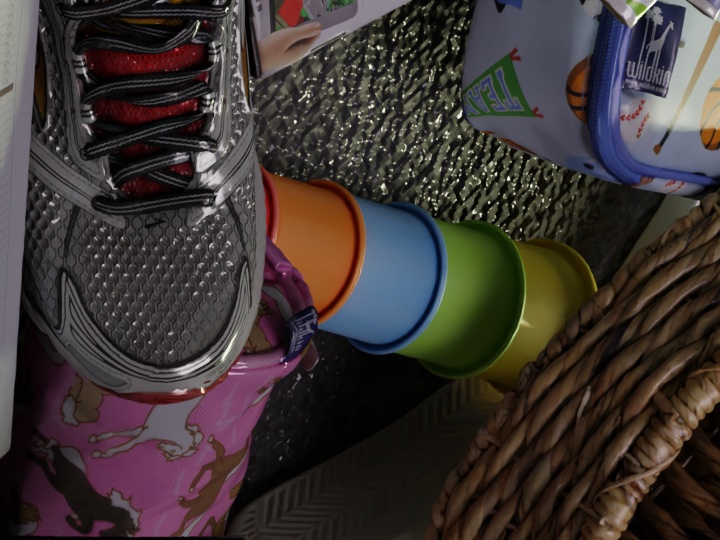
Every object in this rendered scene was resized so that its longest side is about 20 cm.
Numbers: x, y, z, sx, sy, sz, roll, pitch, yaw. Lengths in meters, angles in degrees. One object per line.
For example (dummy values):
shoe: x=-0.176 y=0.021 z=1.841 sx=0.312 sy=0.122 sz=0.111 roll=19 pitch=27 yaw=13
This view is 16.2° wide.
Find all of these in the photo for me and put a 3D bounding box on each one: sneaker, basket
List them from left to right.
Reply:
sneaker: x=-0.066 y=-0.064 z=0.675 sx=0.077 sy=0.082 sz=0.201 roll=-7 pitch=87 yaw=-9
sneaker: x=0.036 y=0.099 z=0.937 sx=0.199 sy=0.075 sz=0.085 roll=-21 pitch=130 yaw=-26
basket: x=0.139 y=0.079 z=0.840 sx=0.200 sy=0.149 sz=0.143 roll=-46 pitch=144 yaw=0

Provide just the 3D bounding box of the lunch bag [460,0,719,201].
lunch bag: x=0.113 y=-0.107 z=0.858 sx=0.200 sy=0.075 sz=0.161 roll=7 pitch=98 yaw=-59

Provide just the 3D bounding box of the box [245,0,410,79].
box: x=-0.011 y=-0.169 z=0.760 sx=0.110 sy=0.035 sz=0.201 roll=-30 pitch=131 yaw=-29

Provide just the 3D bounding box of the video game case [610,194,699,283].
video game case: x=0.120 y=0.067 z=1.036 sx=0.201 sy=0.018 sz=0.143 roll=-57 pitch=138 yaw=-2

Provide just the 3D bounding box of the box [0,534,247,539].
box: x=-0.159 y=0.112 z=0.659 sx=0.198 sy=0.199 sz=0.050 roll=-14 pitch=95 yaw=-40

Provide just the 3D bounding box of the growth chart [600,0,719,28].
growth chart: x=0.081 y=-0.147 z=0.754 sx=0.199 sy=0.018 sz=0.145 roll=30 pitch=83 yaw=-15

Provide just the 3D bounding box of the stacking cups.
stacking cups: x=0.000 y=0.000 z=0.847 sx=0.199 sy=0.060 sz=0.061 roll=16 pitch=101 yaw=-48

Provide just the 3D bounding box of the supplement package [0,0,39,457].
supplement package: x=-0.151 y=-0.034 z=0.619 sx=0.114 sy=0.109 sz=0.201 roll=-48 pitch=148 yaw=-62

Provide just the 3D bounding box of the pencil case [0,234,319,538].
pencil case: x=-0.074 y=0.075 z=0.778 sx=0.086 sy=0.083 sz=0.201 roll=15 pitch=123 yaw=-8
